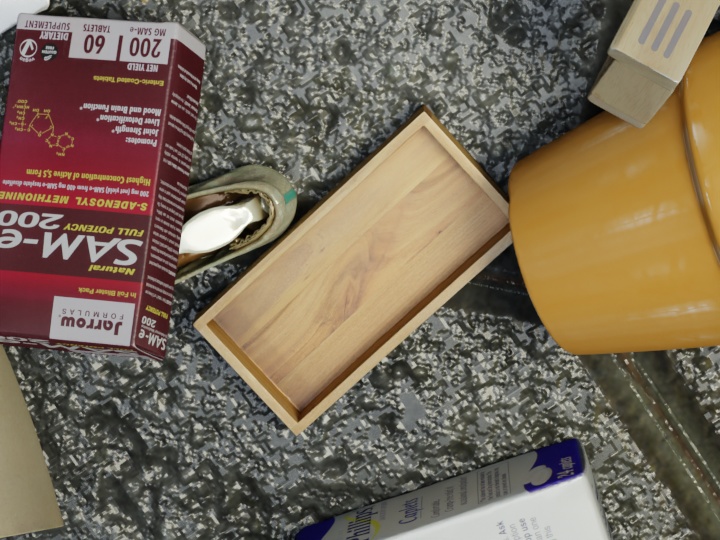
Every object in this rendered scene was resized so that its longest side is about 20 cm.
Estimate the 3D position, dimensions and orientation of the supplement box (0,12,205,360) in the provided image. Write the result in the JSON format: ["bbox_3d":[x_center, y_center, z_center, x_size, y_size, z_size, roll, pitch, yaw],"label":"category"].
[{"bbox_3d":[-0.165,-0.051,1.709,0.108,0.061,0.201,4,82,15],"label":"supplement box"}]

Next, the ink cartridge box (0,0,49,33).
[{"bbox_3d":[-0.287,-0.222,1.716,0.117,0.067,0.201,-28,99,6],"label":"ink cartridge box"}]

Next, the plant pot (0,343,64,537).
[{"bbox_3d":[-0.290,0.075,1.731,0.186,0.187,0.201,-9,87,3],"label":"plant pot"}]

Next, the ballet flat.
[{"bbox_3d":[-0.135,-0.016,1.755,0.199,0.062,0.068,-25,99,7],"label":"ballet flat"}]

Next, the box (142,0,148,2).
[{"bbox_3d":[-0.140,-0.274,1.650,0.119,0.041,0.201,23,105,-5],"label":"box"}]

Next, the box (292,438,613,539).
[{"bbox_3d":[0.075,0.229,1.774,0.199,0.105,0.185,-18,100,4],"label":"box"}]

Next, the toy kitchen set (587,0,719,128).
[{"bbox_3d":[0.131,-0.226,1.568,0.199,0.163,0.181,29,71,-1],"label":"toy kitchen set"}]

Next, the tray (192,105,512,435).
[{"bbox_3d":[0.000,0.000,1.768,0.200,0.037,0.099,-42,97,10],"label":"tray"}]

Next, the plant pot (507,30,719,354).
[{"bbox_3d":[0.195,-0.033,1.687,0.183,0.200,0.201,-16,101,21],"label":"plant pot"}]
